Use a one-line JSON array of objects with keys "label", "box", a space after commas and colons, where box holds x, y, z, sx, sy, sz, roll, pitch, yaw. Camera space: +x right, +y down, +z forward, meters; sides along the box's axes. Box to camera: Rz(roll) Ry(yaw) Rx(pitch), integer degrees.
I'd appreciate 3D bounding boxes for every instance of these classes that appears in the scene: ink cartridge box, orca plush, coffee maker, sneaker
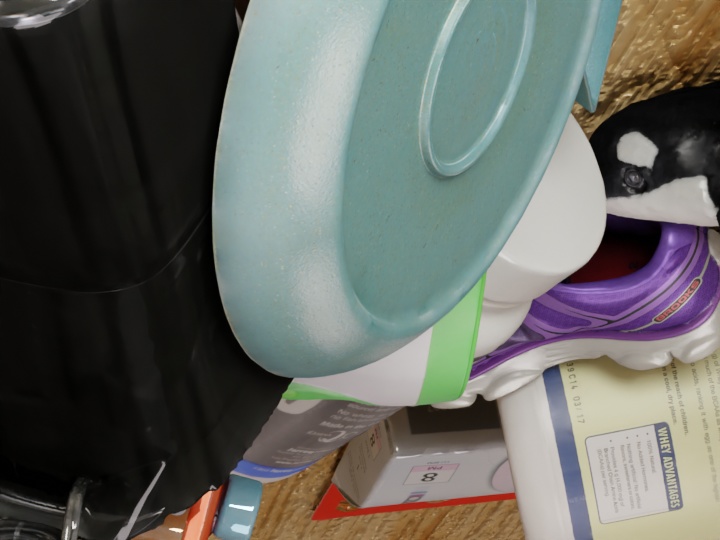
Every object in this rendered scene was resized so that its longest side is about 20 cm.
[{"label": "ink cartridge box", "box": [0.069, 0.117, 1.352, 0.161, 0.057, 0.200, -4, 151, -15]}, {"label": "orca plush", "box": [0.187, -0.060, 0.971, 0.199, 0.105, 0.071, 7, 120, 25]}, {"label": "coffee maker", "box": [-0.081, -0.030, 0.622, 0.134, 0.193, 0.201, -4, 140, 6]}, {"label": "sneaker", "box": [0.067, 0.001, 1.058, 0.199, 0.081, 0.083, -13, 140, 26]}]

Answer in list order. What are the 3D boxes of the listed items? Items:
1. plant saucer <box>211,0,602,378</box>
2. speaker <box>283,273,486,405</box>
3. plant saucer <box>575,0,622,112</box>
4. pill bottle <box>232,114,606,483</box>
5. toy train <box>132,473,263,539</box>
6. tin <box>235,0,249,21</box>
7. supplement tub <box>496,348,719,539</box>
[{"label": "plant saucer", "box": [0.024, -0.060, 0.668, 0.027, 0.201, 0.200, 22, 167, 23]}, {"label": "speaker", "box": [-0.058, -0.004, 0.845, 0.199, 0.089, 0.089, 8, 155, -2]}, {"label": "plant saucer", "box": [0.067, -0.126, 0.792, 0.019, 0.070, 0.200, 10, 161, 17]}, {"label": "pill bottle", "box": [0.000, 0.000, 0.976, 0.113, 0.114, 0.200, 9, 148, -38]}, {"label": "toy train", "box": [-0.119, 0.032, 0.784, 0.199, 0.056, 0.151, 19, 119, -7]}, {"label": "tin", "box": [-0.004, -0.135, 0.696, 0.112, 0.042, 0.200, -46, 172, -29]}, {"label": "supplement tub", "box": [0.165, 0.060, 1.141, 0.199, 0.146, 0.145, -11, 156, 3]}]
